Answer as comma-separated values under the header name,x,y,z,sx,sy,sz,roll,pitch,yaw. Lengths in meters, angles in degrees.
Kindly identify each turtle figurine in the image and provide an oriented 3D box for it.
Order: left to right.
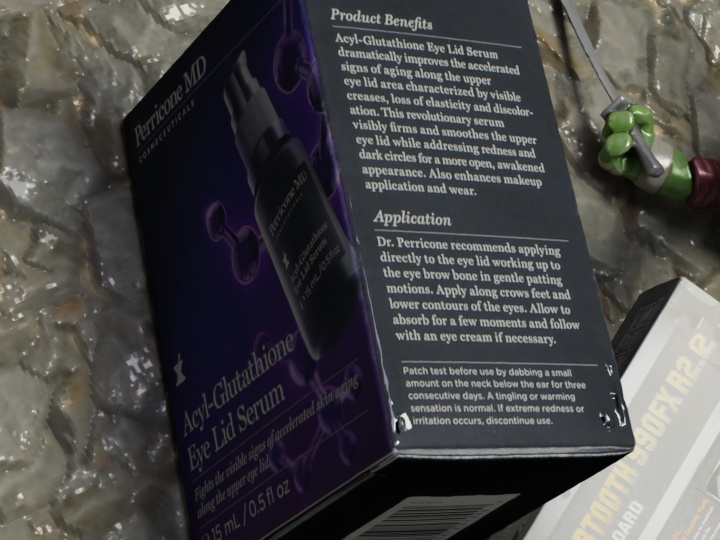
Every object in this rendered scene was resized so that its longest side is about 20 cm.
name,x,y,z,sx,sy,sz,roll,pitch,yaw
turtle figurine,0.174,-0.088,0.949,0.144,0.194,0.200,-8,99,-2

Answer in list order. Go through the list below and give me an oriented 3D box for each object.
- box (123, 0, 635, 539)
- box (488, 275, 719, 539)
name,x,y,z,sx,sy,sz,roll,pitch,yaw
box,0.000,0.000,0.800,0.104,0.148,0.200,2,64,-32
box,0.128,0.129,0.828,0.158,0.048,0.200,35,72,-6
